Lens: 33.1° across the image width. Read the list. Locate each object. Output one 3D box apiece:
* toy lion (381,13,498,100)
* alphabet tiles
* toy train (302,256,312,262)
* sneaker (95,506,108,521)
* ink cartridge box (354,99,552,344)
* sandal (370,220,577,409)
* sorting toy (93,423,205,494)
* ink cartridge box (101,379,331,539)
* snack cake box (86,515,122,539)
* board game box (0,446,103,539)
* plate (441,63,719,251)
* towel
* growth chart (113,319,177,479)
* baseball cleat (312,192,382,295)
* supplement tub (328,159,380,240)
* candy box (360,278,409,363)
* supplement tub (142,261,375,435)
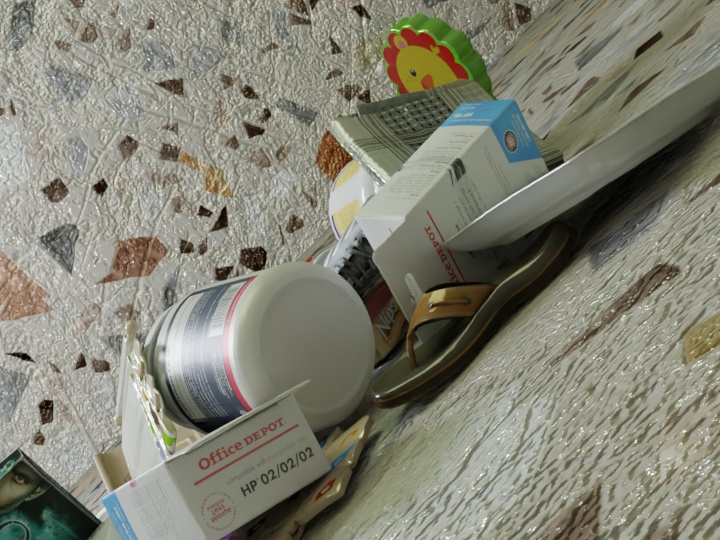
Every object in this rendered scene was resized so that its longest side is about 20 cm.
[{"bbox_3d":[0.104,-0.201,1.434,0.069,0.199,0.192,-44,-11,-28],"label":"toy lion"},{"bbox_3d":[-0.066,0.192,0.922,0.195,0.015,0.200,-42,6,22],"label":"alphabet tiles"},{"bbox_3d":[-0.098,0.038,1.274,0.199,0.056,0.150,-35,15,-3],"label":"toy train"},{"bbox_3d":[-0.219,0.257,1.234,0.200,0.074,0.081,-45,9,11],"label":"sneaker"},{"bbox_3d":[0.074,-0.037,1.016,0.067,0.117,0.200,6,45,50],"label":"ink cartridge box"},{"bbox_3d":[0.078,0.025,0.913,0.200,0.055,0.082,-43,7,3],"label":"sandal"},{"bbox_3d":[-0.166,0.166,1.218,0.199,0.037,0.185,-35,20,-11],"label":"sorting toy"},{"bbox_3d":[-0.103,0.155,0.898,0.114,0.068,0.200,-27,-5,-33],"label":"ink cartridge box"},{"bbox_3d":[-0.266,0.322,1.071,0.200,0.067,0.115,-48,8,-7],"label":"snack cake box"},{"bbox_3d":[-0.302,0.272,1.127,0.135,0.201,0.028,-44,36,-10],"label":"board game box"},{"bbox_3d":[0.181,-0.081,0.930,0.199,0.033,0.200,-31,-2,-32],"label":"plate"},{"bbox_3d":[0.084,-0.138,1.259,0.191,0.035,0.200,-19,40,-19],"label":"towel"},{"bbox_3d":[-0.186,0.156,1.073,0.018,0.201,0.146,-6,-41,-27],"label":"growth chart"},{"bbox_3d":[0.000,0.000,1.108,0.107,0.069,0.200,-61,8,-34],"label":"baseball cleat"},{"bbox_3d":[0.052,-0.084,1.403,0.145,0.146,0.200,-45,7,-16],"label":"supplement tub"},{"bbox_3d":[-0.010,0.063,1.236,0.116,0.055,0.200,-48,8,-35],"label":"candy box"},{"bbox_3d":[-0.093,0.074,1.061,0.140,0.141,0.199,-47,19,-32],"label":"supplement tub"}]
